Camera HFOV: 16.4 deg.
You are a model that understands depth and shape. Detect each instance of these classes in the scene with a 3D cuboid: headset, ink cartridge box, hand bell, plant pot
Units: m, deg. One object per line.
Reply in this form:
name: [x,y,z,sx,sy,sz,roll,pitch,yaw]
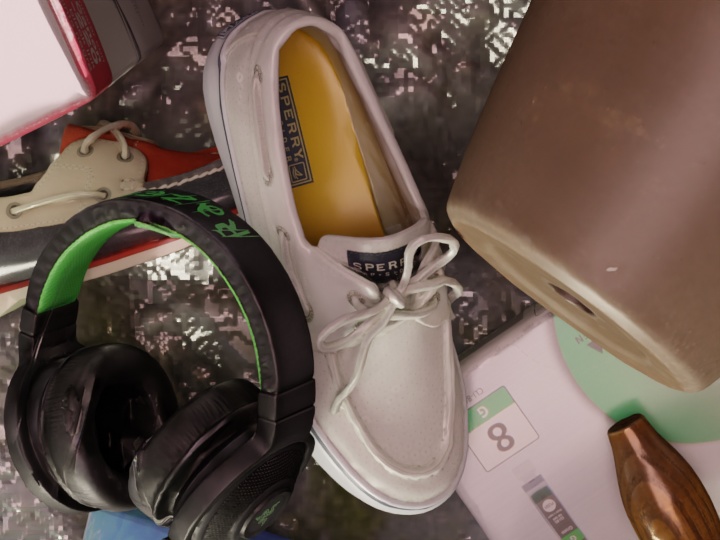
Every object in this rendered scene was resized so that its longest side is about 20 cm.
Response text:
headset: [-0.084,0.072,0.926,0.123,0.094,0.201,16,112,32]
ink cartridge box: [0.137,0.089,1.005,0.161,0.050,0.200,-35,93,8]
hand bell: [0.149,0.146,0.982,0.104,0.104,0.200,-27,97,7]
plant pot: [0.125,-0.057,0.892,0.200,0.200,0.175,36,86,-2]
ink cartridge box: [-0.162,-0.080,0.919,0.145,0.200,0.085,-25,100,7]

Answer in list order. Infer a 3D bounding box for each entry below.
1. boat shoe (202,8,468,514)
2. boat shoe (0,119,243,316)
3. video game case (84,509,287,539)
boat shoe: [0.004,-0.002,0.928,0.074,0.086,0.203,-18,97,-21]
boat shoe: [-0.113,-0.026,0.993,0.199,0.071,0.063,-19,94,10]
video game case: [-0.035,0.205,1.011,0.199,0.045,0.182,17,98,10]
